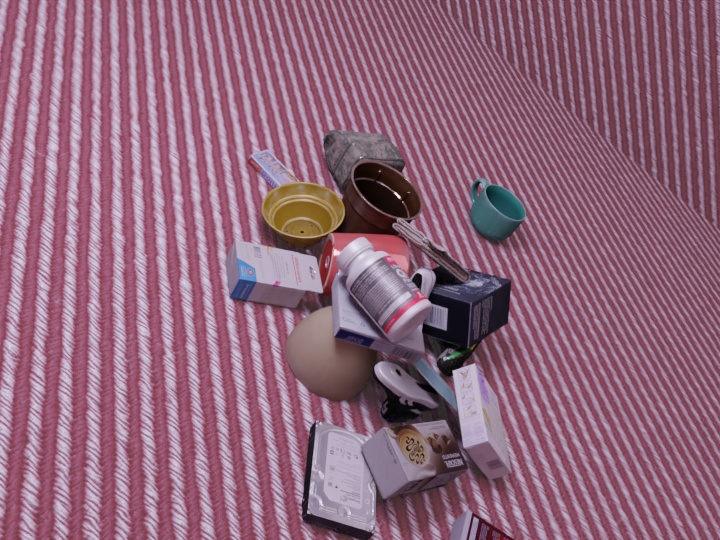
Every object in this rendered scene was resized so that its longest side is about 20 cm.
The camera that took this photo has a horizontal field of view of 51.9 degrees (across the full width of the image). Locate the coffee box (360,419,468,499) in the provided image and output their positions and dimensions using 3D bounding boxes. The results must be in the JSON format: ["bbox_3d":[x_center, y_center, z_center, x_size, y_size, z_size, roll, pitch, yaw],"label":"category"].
[{"bbox_3d":[0.109,0.368,1.451,0.199,0.080,0.114,8,47,-47],"label":"coffee box"}]

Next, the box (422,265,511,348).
[{"bbox_3d":[0.229,0.079,1.777,0.195,0.119,0.199,16,24,36],"label":"box"}]

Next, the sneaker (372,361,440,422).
[{"bbox_3d":[0.068,0.264,1.525,0.199,0.111,0.074,33,30,-39],"label":"sneaker"}]

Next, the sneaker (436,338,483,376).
[{"bbox_3d":[0.223,0.187,1.776,0.085,0.079,0.200,37,28,13],"label":"sneaker"}]

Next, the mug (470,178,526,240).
[{"bbox_3d":[0.407,-0.178,2.250,0.150,0.115,0.186,19,40,-20],"label":"mug"}]

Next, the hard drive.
[{"bbox_3d":[-0.036,0.389,1.388,0.138,0.038,0.201,23,41,-16],"label":"hard drive"}]

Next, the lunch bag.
[{"bbox_3d":[0.006,-0.318,2.072,0.198,0.140,0.169,-2,52,-39],"label":"lunch bag"}]

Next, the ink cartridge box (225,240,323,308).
[{"bbox_3d":[-0.191,0.012,1.637,0.198,0.068,0.116,11,44,-27],"label":"ink cartridge box"}]

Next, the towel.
[{"bbox_3d":[0.167,-0.047,1.719,0.199,0.035,0.132,36,4,-43],"label":"towel"}]

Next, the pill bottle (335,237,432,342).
[{"bbox_3d":[0.041,0.034,1.469,0.110,0.111,0.200,-21,64,-47],"label":"pill bottle"}]

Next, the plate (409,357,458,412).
[{"bbox_3d":[0.152,0.226,1.612,0.200,0.026,0.200,47,0,0],"label":"plate"}]

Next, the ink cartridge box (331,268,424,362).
[{"bbox_3d":[0.034,0.081,1.539,0.197,0.041,0.202,19,40,-20],"label":"ink cartridge box"}]

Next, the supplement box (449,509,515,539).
[{"bbox_3d":[0.262,0.563,1.412,0.199,0.061,0.109,33,39,-2],"label":"supplement box"}]

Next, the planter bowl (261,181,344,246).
[{"bbox_3d":[-0.139,-0.118,1.778,0.197,0.084,0.202,4,45,-4],"label":"planter bowl"}]

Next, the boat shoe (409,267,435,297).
[{"bbox_3d":[0.109,0.087,1.688,0.073,0.203,0.067,21,12,28],"label":"boat shoe"}]

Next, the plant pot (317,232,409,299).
[{"bbox_3d":[0.000,0.000,1.710,0.175,0.202,0.202,12,43,-15],"label":"plant pot"}]

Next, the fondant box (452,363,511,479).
[{"bbox_3d":[0.263,0.327,1.608,0.145,0.058,0.202,53,23,-39],"label":"fondant box"}]

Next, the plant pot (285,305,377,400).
[{"bbox_3d":[-0.040,0.150,1.554,0.198,0.135,0.202,21,40,-19],"label":"plant pot"}]

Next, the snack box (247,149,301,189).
[{"bbox_3d":[-0.202,-0.234,1.920,0.200,0.024,0.072,45,40,12],"label":"snack box"}]

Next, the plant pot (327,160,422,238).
[{"bbox_3d":[0.023,-0.133,1.844,0.198,0.199,0.202,20,41,-18],"label":"plant pot"}]
